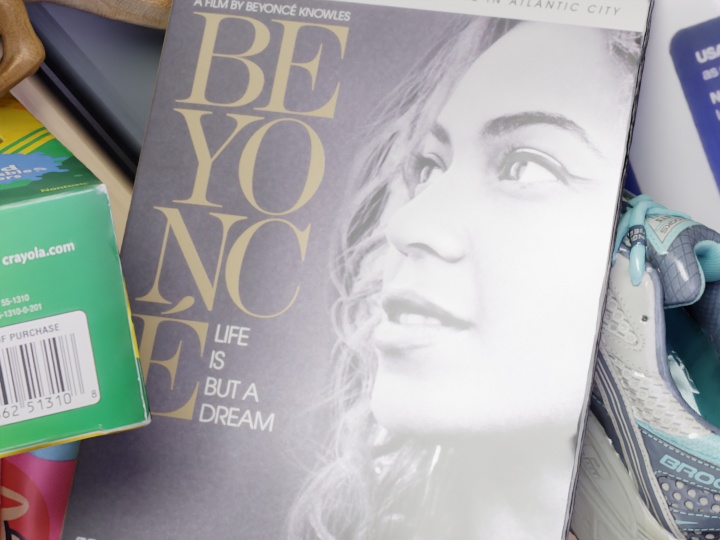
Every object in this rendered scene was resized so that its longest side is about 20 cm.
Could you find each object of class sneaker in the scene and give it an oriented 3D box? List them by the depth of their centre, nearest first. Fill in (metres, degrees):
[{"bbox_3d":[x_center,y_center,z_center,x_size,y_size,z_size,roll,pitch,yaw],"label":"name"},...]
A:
[{"bbox_3d":[0.073,-0.003,0.783,0.200,0.086,0.077,53,44,5],"label":"sneaker"}]

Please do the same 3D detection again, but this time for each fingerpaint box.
[{"bbox_3d":[-0.177,0.010,0.723,0.199,0.167,0.074,-12,106,-14],"label":"fingerpaint box"}]

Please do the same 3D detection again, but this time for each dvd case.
[{"bbox_3d":[0.000,0.000,0.749,0.148,0.016,0.202,7,75,14],"label":"dvd case"}]

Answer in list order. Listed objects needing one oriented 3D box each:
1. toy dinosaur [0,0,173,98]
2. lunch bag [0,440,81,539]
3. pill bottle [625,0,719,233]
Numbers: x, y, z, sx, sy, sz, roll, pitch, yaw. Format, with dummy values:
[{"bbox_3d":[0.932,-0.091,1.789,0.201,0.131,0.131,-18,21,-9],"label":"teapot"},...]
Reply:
[{"bbox_3d":[-0.101,-0.099,0.782,0.199,0.060,0.107,33,88,-20],"label":"toy dinosaur"},{"bbox_3d":[-0.034,0.103,0.830,0.198,0.082,0.178,1,101,-18],"label":"lunch bag"},{"bbox_3d":[0.119,-0.069,0.824,0.119,0.120,0.201,-25,107,-11],"label":"pill bottle"}]
